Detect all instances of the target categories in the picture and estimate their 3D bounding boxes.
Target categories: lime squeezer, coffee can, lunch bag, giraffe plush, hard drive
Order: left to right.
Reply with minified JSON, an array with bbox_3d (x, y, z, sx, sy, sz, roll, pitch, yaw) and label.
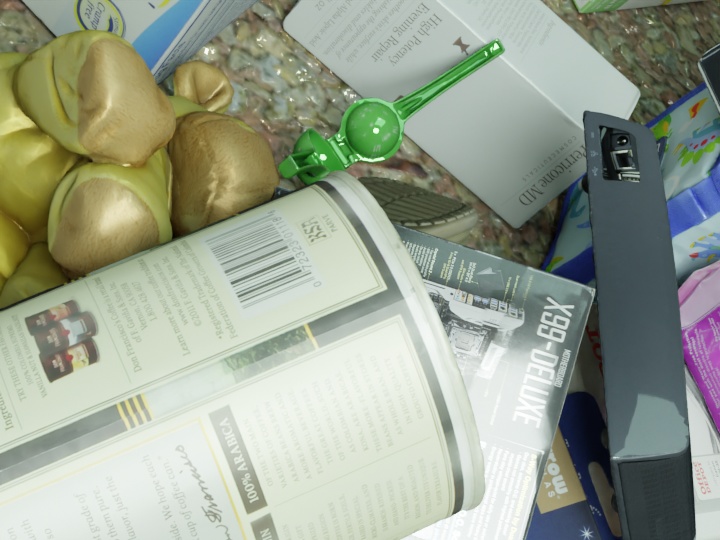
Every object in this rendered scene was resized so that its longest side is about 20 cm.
[{"bbox_3d":[-0.113,-0.040,0.728,0.161,0.174,0.200,6,25,-44],"label":"giraffe plush"},{"bbox_3d":[-0.072,0.065,0.578,0.199,0.146,0.147,-22,76,-12],"label":"coffee can"},{"bbox_3d":[0.002,-0.080,0.814,0.038,0.071,0.200,45,44,12],"label":"lime squeezer"},{"bbox_3d":[0.138,0.033,0.746,0.042,0.135,0.201,-6,53,11],"label":"hard drive"},{"bbox_3d":[0.218,-0.043,0.929,0.199,0.170,0.128,-26,82,-42],"label":"lunch bag"}]

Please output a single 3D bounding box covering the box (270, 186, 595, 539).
[{"bbox_3d":[0.005,0.080,0.690,0.156,0.050,0.202,17,82,-2],"label":"box"}]

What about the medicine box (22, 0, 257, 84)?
[{"bbox_3d":[-0.071,-0.218,0.821,0.103,0.182,0.200,44,47,-4],"label":"medicine box"}]

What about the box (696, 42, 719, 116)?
[{"bbox_3d":[0.320,-0.066,0.826,0.196,0.124,0.201,-16,80,-44],"label":"box"}]

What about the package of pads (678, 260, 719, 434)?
[{"bbox_3d":[0.280,0.045,0.875,0.199,0.076,0.121,-7,66,-39],"label":"package of pads"}]

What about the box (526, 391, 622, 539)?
[{"bbox_3d":[0.050,0.135,0.745,0.198,0.032,0.122,-15,71,-15],"label":"box"}]

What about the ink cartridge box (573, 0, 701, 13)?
[{"bbox_3d":[0.227,-0.266,1.140,0.199,0.067,0.118,-12,71,-38],"label":"ink cartridge box"}]

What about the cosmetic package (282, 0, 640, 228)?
[{"bbox_3d":[0.062,-0.130,0.919,0.200,0.102,0.074,40,48,-7],"label":"cosmetic package"}]

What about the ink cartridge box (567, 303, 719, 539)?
[{"bbox_3d":[0.181,0.099,0.878,0.199,0.083,0.148,0,65,-36],"label":"ink cartridge box"}]

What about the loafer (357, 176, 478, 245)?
[{"bbox_3d":[0.000,0.000,0.820,0.075,0.069,0.200,22,25,25],"label":"loafer"}]
